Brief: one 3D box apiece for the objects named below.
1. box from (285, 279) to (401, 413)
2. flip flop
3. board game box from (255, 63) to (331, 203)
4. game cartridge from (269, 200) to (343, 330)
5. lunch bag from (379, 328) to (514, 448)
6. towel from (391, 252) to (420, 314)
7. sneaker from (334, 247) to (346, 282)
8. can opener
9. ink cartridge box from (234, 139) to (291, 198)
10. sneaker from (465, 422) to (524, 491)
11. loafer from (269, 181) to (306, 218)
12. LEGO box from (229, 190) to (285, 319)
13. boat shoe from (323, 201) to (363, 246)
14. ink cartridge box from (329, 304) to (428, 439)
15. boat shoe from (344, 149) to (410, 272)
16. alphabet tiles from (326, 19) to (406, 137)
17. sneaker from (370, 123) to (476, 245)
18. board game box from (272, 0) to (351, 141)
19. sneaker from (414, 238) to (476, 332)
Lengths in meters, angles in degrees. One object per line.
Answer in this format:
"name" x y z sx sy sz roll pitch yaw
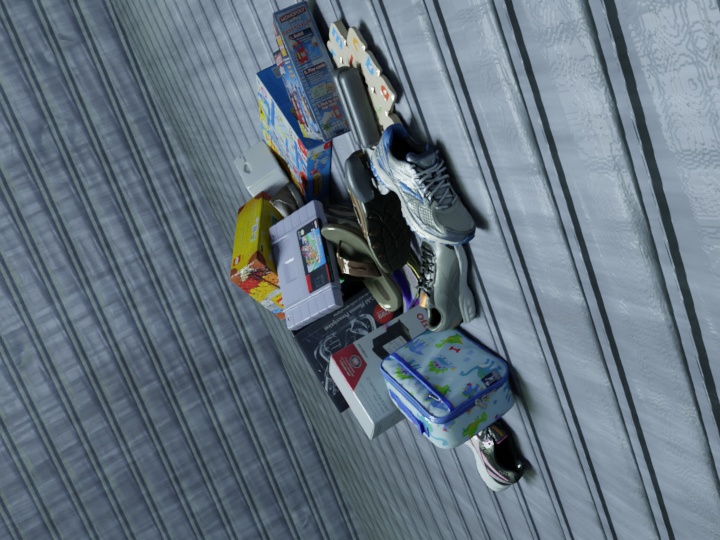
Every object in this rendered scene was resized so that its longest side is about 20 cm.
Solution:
"box" -0.012 0.129 1.407 0.184 0.198 0.104 59 173 -19
"flip flop" 0.000 0.000 1.283 0.080 0.058 0.202 -10 121 54
"board game box" -0.131 -0.264 1.447 0.202 0.055 0.197 57 163 20
"game cartridge" -0.100 -0.011 1.326 0.129 0.038 0.204 -30 64 38
"lunch bag" 0.131 0.177 1.151 0.200 0.159 0.084 39 154 55
"towel" 0.064 -0.002 1.322 0.145 0.022 0.200 59 164 12
"sneaker" -0.039 -0.032 1.486 0.202 0.082 0.074 57 164 19
"can opener" -0.006 -0.196 1.094 0.053 0.066 0.203 36 152 58
"ink cartridge box" -0.174 -0.161 1.581 0.201 0.082 0.147 54 -177 -41
"sneaker" 0.212 0.270 1.239 0.201 0.080 0.086 53 151 5
"loafer" -0.120 -0.069 1.438 0.204 0.070 0.073 67 171 -11
"LEGO box" -0.174 -0.032 1.453 0.149 0.076 0.203 42 -150 -34
"boat shoe" -0.026 -0.088 1.377 0.199 0.073 0.076 28 147 54
"ink cartridge box" 0.063 0.173 1.291 0.147 0.197 0.083 54 160 23
"boat shoe" 0.026 -0.099 1.209 0.074 0.074 0.204 -162 54 -75
"alphabet tiles" 0.007 -0.264 1.087 0.203 0.014 0.196 61 167 8
"sneaker" 0.083 -0.118 0.981 0.201 0.076 0.086 49 149 24
"board game box" -0.086 -0.318 1.185 0.200 0.061 0.204 -138 27 -71
"sneaker" 0.115 0.007 1.075 0.074 0.078 0.204 39 151 56
